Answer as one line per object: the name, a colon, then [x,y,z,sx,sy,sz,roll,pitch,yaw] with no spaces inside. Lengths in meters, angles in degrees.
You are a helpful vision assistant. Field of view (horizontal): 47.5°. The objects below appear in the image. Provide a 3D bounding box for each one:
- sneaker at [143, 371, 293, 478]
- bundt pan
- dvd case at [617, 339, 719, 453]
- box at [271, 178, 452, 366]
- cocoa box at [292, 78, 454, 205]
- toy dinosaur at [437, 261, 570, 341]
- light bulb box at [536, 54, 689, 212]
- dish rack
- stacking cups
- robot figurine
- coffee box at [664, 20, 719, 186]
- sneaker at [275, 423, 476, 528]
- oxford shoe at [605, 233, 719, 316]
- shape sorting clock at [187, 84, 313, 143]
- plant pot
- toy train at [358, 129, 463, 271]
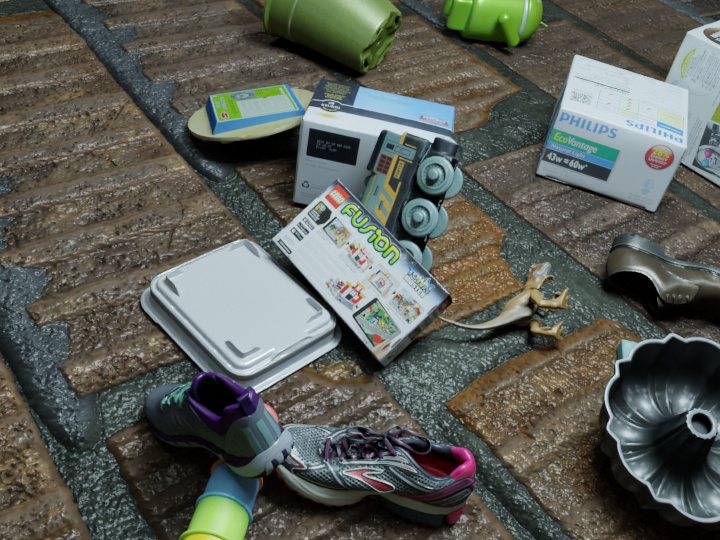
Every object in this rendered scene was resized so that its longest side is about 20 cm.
sneaker: [-0.143,0.117,0.750,0.199,0.088,0.074,8,40,43]
bundt pan: [0.335,0.172,0.840,0.199,0.076,0.204,3,56,-4]
dvd case: [0.397,0.157,0.939,0.198,0.022,0.147,15,40,3]
box: [0.000,0.000,0.944,0.110,0.035,0.200,-41,68,-3]
cocoa box: [0.019,-0.160,1.124,0.198,0.134,0.132,12,37,1]
toy dinosaur: [0.194,0.052,0.998,0.105,0.061,0.199,11,27,38]
light bulb box: [0.399,-0.220,1.292,0.196,0.126,0.201,20,42,8]
dish rack: [-0.133,0.039,0.930,0.171,0.044,0.200,-27,54,-37]
stacking cups: [-0.118,0.199,0.734,0.060,0.061,0.201,13,40,1]
robot figurine: [0.264,-0.507,1.595,0.197,0.116,0.177,3,50,-12]
coffee box: [0.629,-0.283,1.361,0.199,0.202,0.197,-24,51,-36]
sneaker: [0.012,0.176,0.775,0.198,0.075,0.081,12,39,-5]
oxford shoe: [0.412,0.030,1.063,0.198,0.073,0.085,21,56,15]
shape sorting clock: [-0.156,-0.230,1.207,0.197,0.040,0.201,-3,29,2]
plant pot: [-0.036,-0.443,1.420,0.189,0.201,0.200,37,45,9]
toy train: [0.049,-0.076,1.004,0.113,0.202,0.085,23,8,17]
